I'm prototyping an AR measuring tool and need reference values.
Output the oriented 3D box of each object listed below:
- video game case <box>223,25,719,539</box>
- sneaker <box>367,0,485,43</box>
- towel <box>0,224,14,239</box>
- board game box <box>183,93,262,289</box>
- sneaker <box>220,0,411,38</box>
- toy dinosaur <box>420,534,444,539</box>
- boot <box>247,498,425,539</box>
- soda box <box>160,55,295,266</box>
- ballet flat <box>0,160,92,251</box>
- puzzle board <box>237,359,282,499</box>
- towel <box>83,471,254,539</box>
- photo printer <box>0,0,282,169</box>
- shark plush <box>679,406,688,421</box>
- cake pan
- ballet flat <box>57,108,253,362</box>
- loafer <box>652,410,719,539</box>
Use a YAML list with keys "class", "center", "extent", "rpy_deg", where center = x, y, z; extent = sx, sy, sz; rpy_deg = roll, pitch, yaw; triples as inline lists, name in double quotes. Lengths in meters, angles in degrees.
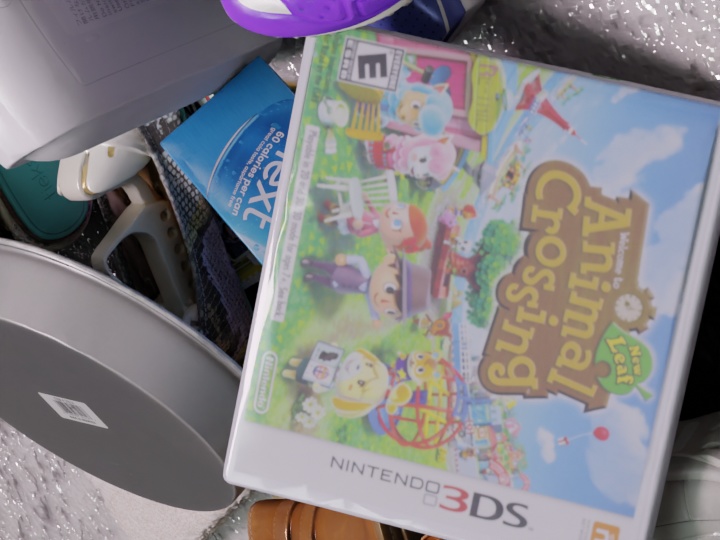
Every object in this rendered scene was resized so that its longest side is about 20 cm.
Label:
- class: "video game case"
  center: [0.048, 0.012, 1.086]
  extent: [0.182, 0.022, 0.201]
  rpy_deg: [13, 99, 13]
- class: "sneaker"
  center: [-0.049, -0.152, 1.133]
  extent: [0.199, 0.115, 0.081]
  rpy_deg: [49, 145, 10]
- class: "towel"
  center: [-0.239, -0.078, 1.399]
  extent: [0.200, 0.034, 0.193]
  rpy_deg: [60, 179, -3]
- class: "board game box"
  center: [-0.101, -0.081, 1.324]
  extent: [0.200, 0.029, 0.135]
  rpy_deg: [58, 144, -2]
- class: "sneaker"
  center: [0.017, -0.144, 1.012]
  extent: [0.200, 0.099, 0.070]
  rpy_deg: [-19, 84, 26]
- class: "toy dinosaur"
  center: [0.060, 0.161, 1.206]
  extent: [0.135, 0.102, 0.200]
  rpy_deg: [17, 118, -13]
- class: "boot"
  center: [-0.003, 0.125, 1.305]
  extent: [0.155, 0.074, 0.200]
  rpy_deg: [12, 124, 50]
- class: "soda box"
  center: [0.000, 0.000, 1.197]
  extent: [0.200, 0.064, 0.068]
  rpy_deg: [48, -179, 22]
- class: "ballet flat"
  center: [-0.202, -0.098, 1.354]
  extent: [0.062, 0.067, 0.200]
  rpy_deg: [12, 128, 63]
- class: "puzzle board"
  center: [0.013, 0.099, 1.339]
  extent: [0.200, 0.017, 0.151]
  rpy_deg: [-11, 109, 53]
- class: "towel"
  center: [-0.116, 0.089, 1.453]
  extent: [0.133, 0.034, 0.200]
  rpy_deg: [54, 151, 7]
- class: "photo printer"
  center: [-0.132, -0.137, 1.163]
  extent: [0.069, 0.200, 0.167]
  rpy_deg: [-27, 93, 34]
- class: "shark plush"
  center: [0.089, -0.002, 1.164]
  extent: [0.200, 0.091, 0.083]
  rpy_deg: [38, 166, -9]
- class: "cake pan"
  center: [-0.129, 0.056, 1.298]
  extent: [0.200, 0.037, 0.200]
  rpy_deg: [25, 157, 11]
- class: "ballet flat"
  center: [-0.108, -0.034, 1.285]
  extent: [0.072, 0.072, 0.201]
  rpy_deg: [2, 118, 49]
- class: "loafer"
  center: [0.153, 0.097, 1.113]
  extent: [0.200, 0.070, 0.070]
  rpy_deg: [-9, 115, 39]
